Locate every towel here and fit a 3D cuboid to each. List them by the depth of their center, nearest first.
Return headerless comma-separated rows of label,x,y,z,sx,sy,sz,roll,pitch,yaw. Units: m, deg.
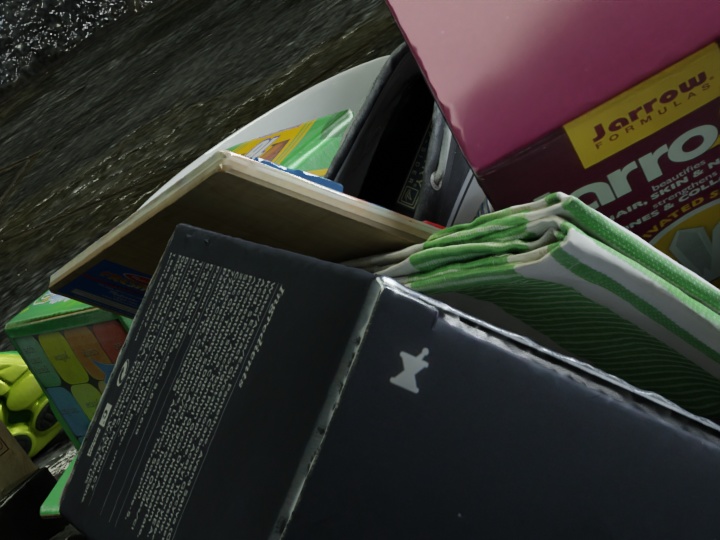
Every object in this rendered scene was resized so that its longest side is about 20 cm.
towel,0.049,0.031,0.808,0.199,0.152,0.024,-16,55,46

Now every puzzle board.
puzzle board,0.003,0.011,0.838,0.150,0.199,0.018,-28,48,56

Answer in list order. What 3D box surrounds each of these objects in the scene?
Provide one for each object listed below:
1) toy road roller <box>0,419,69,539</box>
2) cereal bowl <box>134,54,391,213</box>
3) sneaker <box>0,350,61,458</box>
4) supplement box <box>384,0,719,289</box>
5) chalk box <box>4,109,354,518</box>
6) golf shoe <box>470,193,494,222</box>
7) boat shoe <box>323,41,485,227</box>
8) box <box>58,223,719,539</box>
toy road roller,-0.247,0.135,1.103,0.200,0.123,0.146,-40,3,-38
cereal bowl,-0.033,-0.036,1.281,0.199,0.084,0.200,-29,15,9
sneaker,-0.244,0.084,1.336,0.199,0.074,0.084,-23,21,33
supplement box,0.103,-0.063,0.845,0.130,0.104,0.200,-28,-29,6
chalk box,-0.069,0.038,1.030,0.200,0.124,0.124,-40,17,-31
golf shoe,0.070,-0.046,1.000,0.097,0.078,0.202,-8,69,31
boat shoe,0.000,0.000,0.938,0.071,0.068,0.201,23,86,33
box,0.014,0.066,0.666,0.105,0.147,0.200,-67,19,-3
